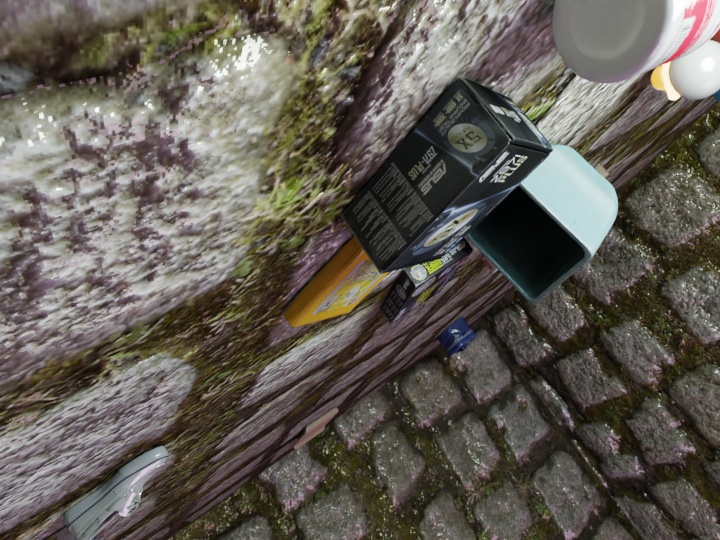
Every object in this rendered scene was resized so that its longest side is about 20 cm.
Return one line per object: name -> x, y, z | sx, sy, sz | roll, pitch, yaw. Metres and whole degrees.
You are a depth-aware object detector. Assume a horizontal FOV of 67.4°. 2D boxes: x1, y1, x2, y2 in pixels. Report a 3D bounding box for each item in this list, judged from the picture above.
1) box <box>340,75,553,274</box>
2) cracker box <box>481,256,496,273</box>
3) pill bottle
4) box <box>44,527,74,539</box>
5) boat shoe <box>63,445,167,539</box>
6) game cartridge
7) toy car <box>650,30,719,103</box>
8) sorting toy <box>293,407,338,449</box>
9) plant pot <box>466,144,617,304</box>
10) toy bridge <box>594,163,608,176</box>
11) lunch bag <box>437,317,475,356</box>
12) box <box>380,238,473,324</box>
box -> 0.101, -0.100, 0.613 | 0.200, 0.087, 0.162 | -46, 162, 29
cracker box -> 0.416, -0.084, 1.443 | 0.132, 0.058, 0.201 | -31, 163, -19
pill bottle -> 0.282, -0.256, 0.519 | 0.197, 0.113, 0.113 | -27, 163, -34
box -> -0.594, 0.521, 0.935 | 0.197, 0.039, 0.042 | -26, 161, -37
boat shoe -> -0.402, 0.383, 0.916 | 0.198, 0.067, 0.074 | -37, 165, -2
game cartridge -> 0.000, 0.000, 0.783 | 0.200, 0.033, 0.175 | -44, 164, 24
toy car -> 0.601, -0.369, 0.925 | 0.194, 0.183, 0.184 | -9, -178, 7
sorting toy -> -0.196, 0.671, 2.315 | 0.183, 0.037, 0.202 | -25, 156, -39
plant pot -> 0.341, -0.104, 0.976 | 0.199, 0.197, 0.197 | -38, 167, -28
toy bridge -> 0.621, -0.206, 1.534 | 0.200, 0.068, 0.027 | -47, 161, 30
lunch bag -> 0.490, 0.339, 2.711 | 0.134, 0.134, 0.201 | -31, 164, -20
box -> 0.134, 0.022, 1.130 | 0.158, 0.045, 0.201 | -31, 163, -25
